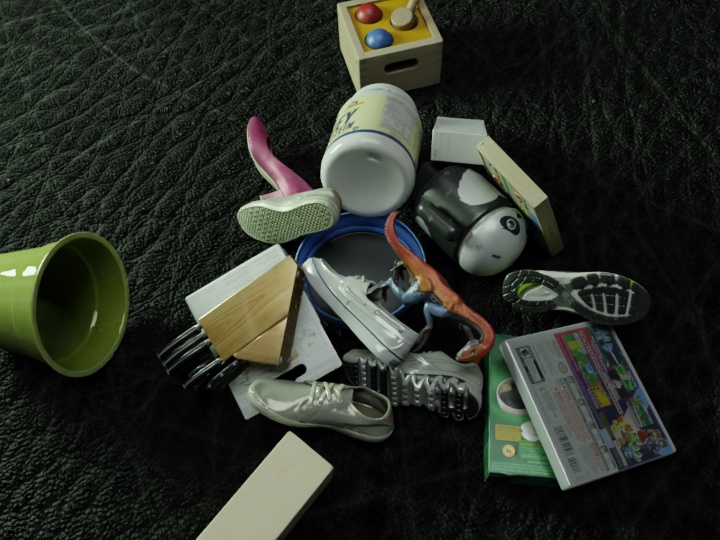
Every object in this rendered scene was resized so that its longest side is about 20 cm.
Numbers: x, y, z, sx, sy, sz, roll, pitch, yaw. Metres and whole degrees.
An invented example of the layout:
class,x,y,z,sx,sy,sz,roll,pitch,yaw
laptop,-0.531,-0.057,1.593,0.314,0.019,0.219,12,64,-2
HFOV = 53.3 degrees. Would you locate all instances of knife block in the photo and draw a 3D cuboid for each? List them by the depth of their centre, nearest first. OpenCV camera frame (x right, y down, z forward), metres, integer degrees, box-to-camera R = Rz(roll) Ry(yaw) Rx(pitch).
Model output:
class,x,y,z,sx,sy,sz,roll,pitch,yaw
knife block,-0.178,0.071,0.986,0.175,0.064,0.201,9,81,8

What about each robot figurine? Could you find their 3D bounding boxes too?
class,x,y,z,sx,sy,sz,roll,pitch,yaw
robot figurine,0.163,-0.084,1.093,0.150,0.125,0.200,-34,62,-13

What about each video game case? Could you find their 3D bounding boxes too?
class,x,y,z,sx,sy,sz,roll,pitch,yaw
video game case,0.298,0.168,0.945,0.181,0.023,0.201,-9,63,-24

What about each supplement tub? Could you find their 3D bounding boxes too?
class,x,y,z,sx,sy,sz,roll,pitch,yaw
supplement tub,0.023,-0.196,1.142,0.144,0.145,0.200,6,41,6

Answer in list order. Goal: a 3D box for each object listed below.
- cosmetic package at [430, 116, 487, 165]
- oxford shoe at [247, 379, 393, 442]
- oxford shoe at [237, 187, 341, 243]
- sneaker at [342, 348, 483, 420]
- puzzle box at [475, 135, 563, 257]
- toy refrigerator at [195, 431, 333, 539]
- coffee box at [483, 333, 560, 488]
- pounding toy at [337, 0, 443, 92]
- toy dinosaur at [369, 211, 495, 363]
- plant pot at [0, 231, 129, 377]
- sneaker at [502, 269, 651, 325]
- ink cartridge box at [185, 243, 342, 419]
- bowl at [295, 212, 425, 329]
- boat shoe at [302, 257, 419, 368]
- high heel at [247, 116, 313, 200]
class,x,y,z,sx,sy,sz,roll,pitch,yaw
cosmetic package,0.158,-0.210,1.152,0.082,0.051,0.200,4,18,7
oxford shoe,-0.047,0.172,0.944,0.199,0.058,0.075,15,35,-6
oxford shoe,-0.107,-0.087,1.116,0.199,0.075,0.058,-7,31,34
sneaker,0.073,0.144,0.994,0.199,0.075,0.081,14,41,12
puzzle box,0.238,-0.105,1.064,0.025,0.200,0.133,-39,61,5
toy refrigerator,-0.125,0.307,0.894,0.076,0.070,0.200,35,66,14
coffee box,0.229,0.186,0.967,0.122,0.044,0.201,4,58,3
pounding toy,0.069,-0.445,1.315,0.199,0.142,0.185,-14,59,-6
toy dinosaur,0.099,0.044,0.967,0.181,0.201,0.105,18,43,40
plant pot,-0.468,0.046,1.022,0.189,0.200,0.201,1,57,19
sneaker,0.308,0.029,1.024,0.199,0.081,0.074,10,100,22
ink cartridge box,-0.138,0.087,1.036,0.162,0.057,0.201,-30,82,1
bowl,0.000,0.000,1.098,0.200,0.039,0.201,-1,58,2
boat shoe,0.002,0.042,0.976,0.065,0.074,0.200,-47,69,7
high heel,-0.130,-0.181,1.196,0.096,0.067,0.201,-16,63,4
